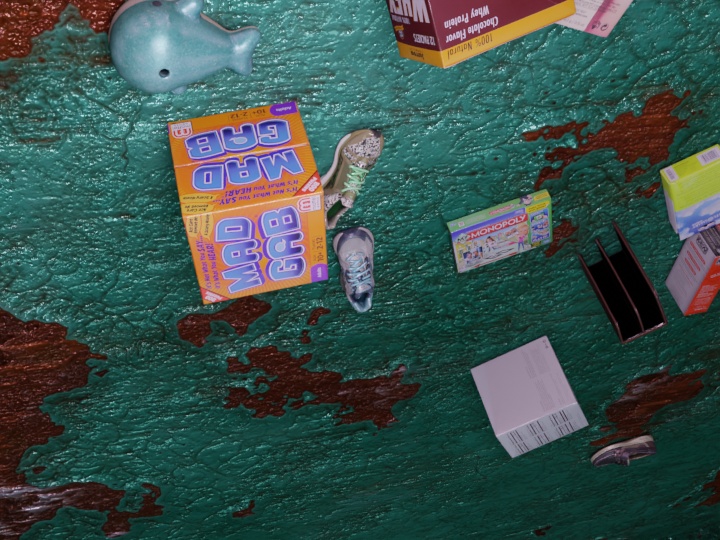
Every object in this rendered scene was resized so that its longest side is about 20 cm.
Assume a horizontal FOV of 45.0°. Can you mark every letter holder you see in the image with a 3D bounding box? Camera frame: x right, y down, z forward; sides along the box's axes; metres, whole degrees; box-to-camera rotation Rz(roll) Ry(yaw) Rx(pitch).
[{"bbox_3d":[0.521,0.020,1.755,0.100,0.201,0.142,-26,141,10],"label":"letter holder"}]

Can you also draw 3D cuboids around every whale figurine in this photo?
[{"bbox_3d":[-0.229,-0.288,1.150,0.199,0.104,0.159,2,137,-24],"label":"whale figurine"}]

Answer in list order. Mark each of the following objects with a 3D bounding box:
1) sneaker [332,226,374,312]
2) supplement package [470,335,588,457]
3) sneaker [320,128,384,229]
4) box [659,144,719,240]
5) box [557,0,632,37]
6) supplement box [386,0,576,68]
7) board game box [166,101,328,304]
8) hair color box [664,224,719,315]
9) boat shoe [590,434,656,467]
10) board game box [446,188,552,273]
[{"bbox_3d":[0.000,0.000,1.610,0.077,0.087,0.200,-15,142,-5],"label":"sneaker"},{"bbox_3d":[0.398,0.300,2.052,0.199,0.192,0.147,-25,141,10],"label":"supplement package"},{"bbox_3d":[-0.015,-0.143,1.426,0.077,0.089,0.200,10,134,-31],"label":"sneaker"},{"bbox_3d":[0.672,-0.152,1.730,0.122,0.048,0.200,-25,142,9],"label":"box"},{"bbox_3d":[0.326,-0.441,1.172,0.108,0.128,0.200,6,136,-29],"label":"box"},{"bbox_3d":[0.133,-0.384,1.067,0.197,0.133,0.201,-25,117,-14],"label":"supplement box"},{"bbox_3d":[-0.169,-0.103,1.324,0.199,0.200,0.200,-12,142,-9],"label":"board game box"},{"bbox_3d":[0.742,-0.004,1.896,0.061,0.102,0.200,-9,142,-10],"label":"hair color box"},{"bbox_3d":[0.800,0.560,2.636,0.199,0.065,0.072,-20,144,3],"label":"boat shoe"},{"bbox_3d":[0.271,-0.074,1.678,0.199,0.029,0.135,-19,143,0],"label":"board game box"}]
